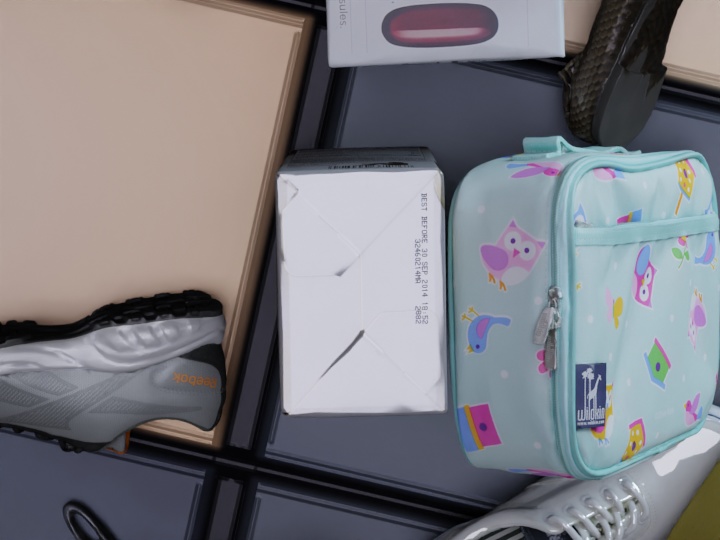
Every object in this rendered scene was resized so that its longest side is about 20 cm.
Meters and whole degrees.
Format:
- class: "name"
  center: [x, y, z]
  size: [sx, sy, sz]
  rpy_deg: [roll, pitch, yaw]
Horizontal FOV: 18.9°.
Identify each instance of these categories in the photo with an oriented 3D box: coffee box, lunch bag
- class: "coffee box"
  center: [0.000, 0.000, 1.064]
  size: [0.079, 0.200, 0.114]
  rpy_deg: [-1, 95, 0]
- class: "lunch bag"
  center: [0.115, 0.014, 1.062]
  size: [0.077, 0.200, 0.161]
  rpy_deg: [5, 97, 29]

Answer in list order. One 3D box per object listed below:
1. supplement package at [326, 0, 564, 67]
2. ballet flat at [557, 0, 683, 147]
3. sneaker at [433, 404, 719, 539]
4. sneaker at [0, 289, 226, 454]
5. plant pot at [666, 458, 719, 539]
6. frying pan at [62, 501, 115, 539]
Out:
- class: "supplement package"
  center: [0.039, -0.201, 1.036]
  size: [0.110, 0.156, 0.201]
  rpy_deg: [-2, 97, 3]
- class: "ballet flat"
  center: [0.150, -0.158, 1.096]
  size: [0.046, 0.067, 0.201]
  rpy_deg: [36, 114, 37]
- class: "sneaker"
  center: [0.117, 0.138, 1.141]
  size: [0.200, 0.071, 0.073]
  rpy_deg: [-32, 95, 4]
- class: "sneaker"
  center: [-0.167, 0.065, 1.145]
  size: [0.199, 0.074, 0.080]
  rpy_deg: [-8, 102, 3]
- class: "plant pot"
  center: [0.259, 0.169, 1.070]
  size: [0.199, 0.200, 0.177]
  rpy_deg: [20, 84, -15]
- class: "frying pan"
  center: [-0.084, 0.205, 1.181]
  size: [0.114, 0.031, 0.191]
  rpy_deg: [-16, 99, 4]
